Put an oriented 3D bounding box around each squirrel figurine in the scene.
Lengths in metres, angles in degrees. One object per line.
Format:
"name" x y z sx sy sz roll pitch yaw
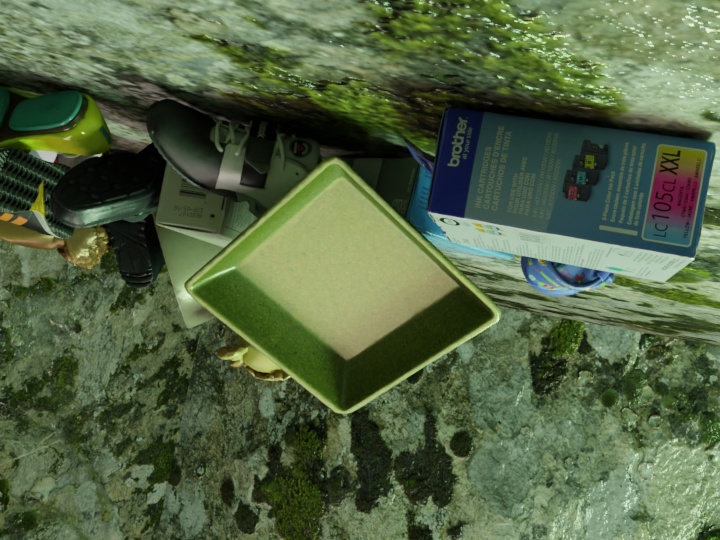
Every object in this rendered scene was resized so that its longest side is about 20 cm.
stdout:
"squirrel figurine" -0.425 -0.087 1.127 0.200 0.142 0.186 41 172 -23

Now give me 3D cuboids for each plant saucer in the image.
"plant saucer" -0.015 0.013 0.696 0.200 0.048 0.199 42 123 -20

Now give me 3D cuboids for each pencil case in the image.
"pencil case" 0.214 -0.014 0.829 0.087 0.078 0.200 41 -179 8

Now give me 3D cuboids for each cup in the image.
"cup" -0.174 -0.045 1.015 0.142 0.202 0.200 -16 -178 -10

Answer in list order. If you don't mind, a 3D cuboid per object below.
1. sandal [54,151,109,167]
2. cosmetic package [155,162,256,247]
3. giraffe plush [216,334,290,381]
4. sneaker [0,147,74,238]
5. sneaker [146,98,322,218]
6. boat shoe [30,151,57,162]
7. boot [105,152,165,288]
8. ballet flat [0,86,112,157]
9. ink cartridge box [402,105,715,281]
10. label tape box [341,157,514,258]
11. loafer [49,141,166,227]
"sandal" -0.311 -0.120 0.922 0.059 0.080 0.206 5 -177 -35
"cosmetic package" -0.120 -0.073 0.828 0.072 0.105 0.200 10 175 17
"giraffe plush" -0.077 0.065 0.977 0.161 0.201 0.173 -17 136 26
"sneaker" -0.340 -0.081 0.780 0.089 0.071 0.200 12 174 5
"sneaker" -0.081 -0.096 0.684 0.199 0.075 0.088 30 133 -33
"boat shoe" -0.396 -0.140 0.935 0.073 0.069 0.199 36 138 -25
"boot" -0.291 -0.087 1.138 0.073 0.200 0.163 0 -155 13
"ballet flat" -0.317 -0.135 0.767 0.198 0.067 0.067 7 158 25
"ink cartridge box" 0.125 -0.052 0.562 0.198 0.077 0.136 9 175 14
"label tape box" 0.037 -0.062 0.797 0.143 0.064 0.199 15 176 -38
"loafer" -0.217 -0.074 0.773 0.068 0.071 0.201 32 -151 8
